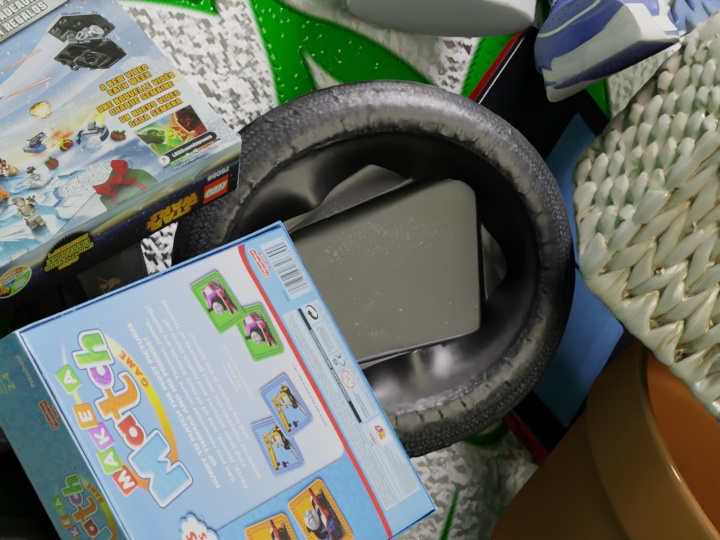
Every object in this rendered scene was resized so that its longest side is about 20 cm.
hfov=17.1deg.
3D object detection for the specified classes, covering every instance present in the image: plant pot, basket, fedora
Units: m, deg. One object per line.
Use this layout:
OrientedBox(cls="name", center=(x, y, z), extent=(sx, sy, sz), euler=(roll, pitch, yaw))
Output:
OrientedBox(cls="plant pot", center=(0.160, 0.145, 1.224), extent=(0.200, 0.140, 0.200), euler=(38, 29, -25))
OrientedBox(cls="basket", center=(0.184, -0.028, 1.168), extent=(0.123, 0.200, 0.136), euler=(39, 107, -9))
OrientedBox(cls="fedora", center=(0.000, 0.000, 1.173), extent=(0.200, 0.092, 0.201), euler=(0, 91, -16))

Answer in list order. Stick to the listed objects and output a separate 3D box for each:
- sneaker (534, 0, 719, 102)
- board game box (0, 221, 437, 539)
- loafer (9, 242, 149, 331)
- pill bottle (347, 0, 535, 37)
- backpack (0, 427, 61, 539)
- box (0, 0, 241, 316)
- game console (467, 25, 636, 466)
OrientedBox(cls="sneaker", center=(0.125, -0.164, 1.282), extent=(0.115, 0.080, 0.199), euler=(63, 25, -2))
OrientedBox(cls="board game box", center=(-0.060, 0.072, 1.013), extent=(0.200, 0.037, 0.152), euler=(-25, 86, -58))
OrientedBox(cls="loafer", center=(-0.126, 0.028, 1.103), extent=(0.068, 0.070, 0.201), euler=(-12, 91, -30))
OrientedBox(cls="pill bottle", center=(0.052, -0.227, 1.222), extent=(0.114, 0.114, 0.201), euler=(11, 81, -36))
OrientedBox(cls="backpack", center=(-0.184, 0.156, 1.002), extent=(0.200, 0.162, 0.168), euler=(-11, 131, -40))
OrientedBox(cls="box", center=(-0.170, -0.047, 1.028), extent=(0.200, 0.040, 0.137), euler=(-29, 63, -25))
OrientedBox(cls="game console", center=(0.106, -0.006, 1.304), extent=(0.200, 0.031, 0.177), euler=(50, 62, -25))
